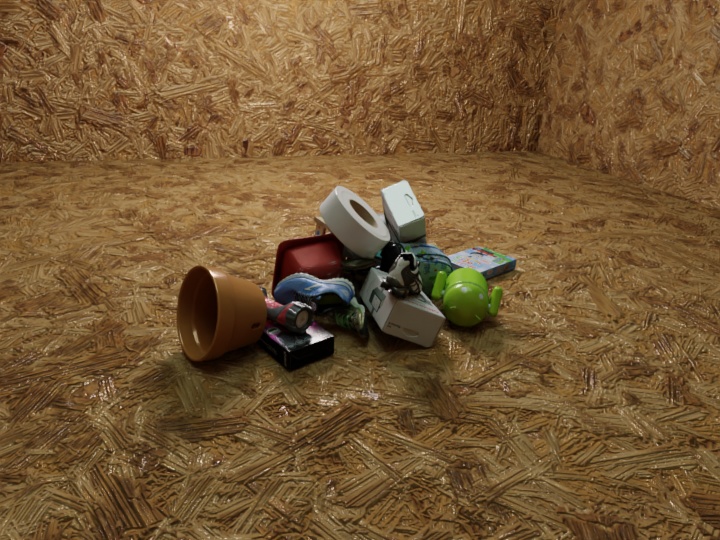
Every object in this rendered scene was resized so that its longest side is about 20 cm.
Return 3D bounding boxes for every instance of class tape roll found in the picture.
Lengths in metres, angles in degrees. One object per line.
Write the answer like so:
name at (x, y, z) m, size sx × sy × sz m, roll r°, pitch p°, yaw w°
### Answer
tape roll at (-0.013, -0.127, 1.464) m, size 0.202 × 0.071 × 0.203 m, roll 39°, pitch 19°, yaw -16°

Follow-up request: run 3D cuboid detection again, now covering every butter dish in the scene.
butter dish at (-0.116, 0.023, 1.435) m, size 0.196 × 0.202 × 0.149 m, roll -10°, pitch 46°, yaw -27°

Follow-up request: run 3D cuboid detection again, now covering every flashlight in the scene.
flashlight at (-0.192, 0.081, 1.265) m, size 0.198 × 0.069 × 0.067 m, roll 23°, pitch 31°, yaw 40°

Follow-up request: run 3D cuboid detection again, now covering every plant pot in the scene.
plant pot at (-0.299, 0.094, 1.218) m, size 0.138 × 0.204 × 0.199 m, roll 4°, pitch 15°, yaw -43°

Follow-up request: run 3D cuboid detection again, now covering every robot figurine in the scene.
robot figurine at (0.269, 0.068, 1.415) m, size 0.172 × 0.118 × 0.200 m, roll 18°, pitch 24°, yaw 4°

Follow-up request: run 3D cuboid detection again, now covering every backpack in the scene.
backpack at (0.160, 0.000, 1.541) m, size 0.198 × 0.166 × 0.153 m, roll -9°, pitch 32°, yaw -43°

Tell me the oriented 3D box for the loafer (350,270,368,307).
loafer at (0.008, 0.042, 1.503) m, size 0.068 × 0.077 × 0.201 m, roll -2°, pitch 22°, yaw -1°

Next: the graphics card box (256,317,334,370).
graphics card box at (-0.164, 0.147, 1.264) m, size 0.124 × 0.052 × 0.199 m, roll -14°, pitch 29°, yaw -36°

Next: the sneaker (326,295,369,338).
sneaker at (-0.035, 0.117, 1.345) m, size 0.087 × 0.078 × 0.200 m, roll -17°, pitch 21°, yaw -11°

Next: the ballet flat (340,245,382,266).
ballet flat at (-0.004, -0.042, 1.554) m, size 0.197 × 0.070 × 0.069 m, roll 19°, pitch 12°, yaw -30°

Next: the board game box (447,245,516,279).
board game box at (0.373, -0.023, 1.751) m, size 0.198 × 0.037 × 0.150 m, roll -17°, pitch 30°, yaw -38°

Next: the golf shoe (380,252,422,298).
golf shoe at (0.115, 0.006, 1.288) m, size 0.077 × 0.096 × 0.200 m, roll 27°, pitch 13°, yaw 13°

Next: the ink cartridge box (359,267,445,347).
ink cartridge box at (0.097, 0.086, 1.337) m, size 0.144 × 0.085 × 0.200 m, roll 20°, pitch 15°, yaw -24°

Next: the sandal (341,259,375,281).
sandal at (0.000, 0.000, 1.446) m, size 0.080 × 0.056 × 0.200 m, roll -1°, pitch -2°, yaw 7°

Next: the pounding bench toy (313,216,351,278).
pounding bench toy at (-0.041, -0.056, 1.637) m, size 0.197 × 0.159 × 0.124 m, roll 4°, pitch 17°, yaw -32°

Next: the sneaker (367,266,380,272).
sneaker at (0.062, -0.028, 1.674) m, size 0.094 × 0.081 × 0.200 m, roll 6°, pitch 22°, yaw 15°

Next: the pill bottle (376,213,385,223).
pill bottle at (0.093, -0.136, 1.892) m, size 0.195 × 0.116 × 0.114 m, roll 1°, pitch 22°, yaw -3°

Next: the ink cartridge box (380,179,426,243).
ink cartridge box at (0.126, -0.133, 1.583) m, size 0.083 × 0.201 × 0.146 m, roll -21°, pitch 58°, yaw -4°

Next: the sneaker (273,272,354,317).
sneaker at (-0.116, 0.060, 1.320) m, size 0.196 × 0.080 × 0.090 m, roll -1°, pitch 28°, yaw 10°
